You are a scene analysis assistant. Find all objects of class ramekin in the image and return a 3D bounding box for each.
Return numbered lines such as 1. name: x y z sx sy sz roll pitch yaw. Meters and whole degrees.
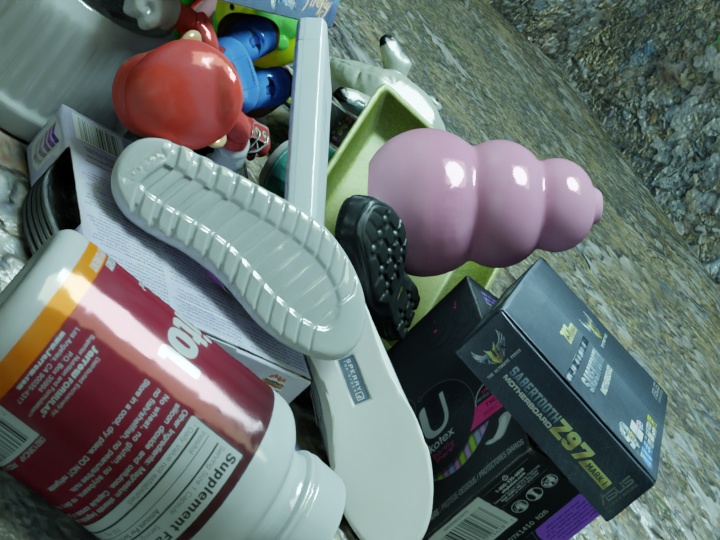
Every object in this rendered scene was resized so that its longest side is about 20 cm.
1. ramekin: -0.232 -0.194 0.815 0.200 0.105 0.201 40 21 -19

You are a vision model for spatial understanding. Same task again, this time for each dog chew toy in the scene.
1. dog chew toy: 0.104 -0.056 0.921 0.197 0.126 0.125 2 27 2

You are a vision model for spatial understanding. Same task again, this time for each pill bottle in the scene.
1. pill bottle: -0.107 0.082 0.555 0.200 0.113 0.113 41 21 -17

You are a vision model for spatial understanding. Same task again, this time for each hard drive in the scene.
1. hard drive: -0.042 -0.076 0.862 0.132 0.026 0.203 89 3 -72

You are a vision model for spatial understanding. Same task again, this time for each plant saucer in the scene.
1. plant saucer: 0.034 -0.030 1.004 0.200 0.201 0.048 40 -22 -18

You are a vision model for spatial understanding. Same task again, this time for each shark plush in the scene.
1. shark plush: 0.049 -0.150 1.088 0.199 0.083 0.092 31 67 -12

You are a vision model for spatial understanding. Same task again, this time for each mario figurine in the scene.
1. mario figurine: -0.123 -0.136 0.787 0.123 0.106 0.200 41 23 1

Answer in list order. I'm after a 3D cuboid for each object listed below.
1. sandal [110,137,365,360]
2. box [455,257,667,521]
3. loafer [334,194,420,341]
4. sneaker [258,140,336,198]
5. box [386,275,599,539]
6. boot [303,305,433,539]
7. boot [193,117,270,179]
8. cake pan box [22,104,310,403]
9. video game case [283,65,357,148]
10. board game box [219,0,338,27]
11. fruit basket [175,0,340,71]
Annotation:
1. sandal: -0.078 -0.017 0.734 0.202 0.083 0.050 40 -21 -15
2. box: 0.159 0.079 0.823 0.158 0.051 0.200 48 20 5
3. loafer: 0.000 0.000 0.853 0.070 0.069 0.201 18 -20 16
4. sneaker: -0.017 -0.073 1.050 0.080 0.072 0.199 38 13 28
5. box: 0.099 0.124 0.871 0.106 0.122 0.201 33 24 -30
6. boot: 0.004 0.107 0.793 0.090 0.072 0.202 82 -6 -74
7. boot: -0.112 -0.107 0.952 0.144 0.072 0.201 26 26 -47
8. cake pan box: -0.135 -0.007 0.750 0.199 0.052 0.185 29 26 -41
9. video game case: -0.003 -0.137 1.159 0.181 0.036 0.200 39 5 5
10. board game box: -0.114 -0.227 0.822 0.134 0.035 0.200 21 13 19
11. fruit basket: -0.103 -0.258 1.048 0.156 0.215 0.216 46 21 0
